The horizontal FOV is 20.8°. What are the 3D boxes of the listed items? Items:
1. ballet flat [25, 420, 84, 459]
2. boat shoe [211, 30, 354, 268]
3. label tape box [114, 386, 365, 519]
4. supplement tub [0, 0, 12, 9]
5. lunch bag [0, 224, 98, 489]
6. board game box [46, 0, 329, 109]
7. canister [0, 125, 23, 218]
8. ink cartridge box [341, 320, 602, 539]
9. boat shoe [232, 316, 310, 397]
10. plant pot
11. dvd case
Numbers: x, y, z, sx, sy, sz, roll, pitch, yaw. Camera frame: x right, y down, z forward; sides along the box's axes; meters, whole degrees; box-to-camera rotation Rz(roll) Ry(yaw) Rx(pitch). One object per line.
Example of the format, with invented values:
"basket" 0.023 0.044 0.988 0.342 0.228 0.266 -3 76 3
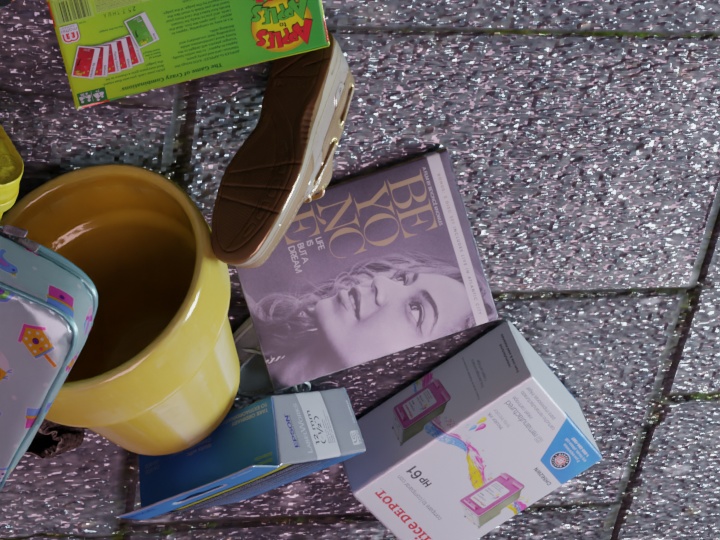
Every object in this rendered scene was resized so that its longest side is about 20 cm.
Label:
"ballet flat" -0.328 0.130 1.655 0.198 0.047 0.068 11 122 -24
"boat shoe" -0.050 -0.085 1.502 0.069 0.073 0.202 42 64 -49
"label tape box" -0.105 0.153 1.644 0.142 0.067 0.199 -23 168 24
"supplement tub" -0.241 -0.260 1.328 0.199 0.123 0.122 -37 128 12
"lunch bag" -0.284 0.050 1.379 0.159 0.077 0.201 28 122 -6
"board game box" -0.129 -0.197 1.459 0.198 0.048 0.102 -14 130 -5
"canister" -0.335 -0.032 1.461 0.086 0.149 0.201 -5 134 -40
"ink cartridge box" 0.097 0.162 1.786 0.199 0.085 0.145 -34 129 12
"boat shoe" -0.028 0.057 1.678 0.200 0.065 0.075 -22 130 0
"plant pot" -0.185 0.048 1.554 0.199 0.202 0.189 -24 146 3
"dvd case" 0.000 0.000 1.627 0.198 0.016 0.150 -18 99 -3
